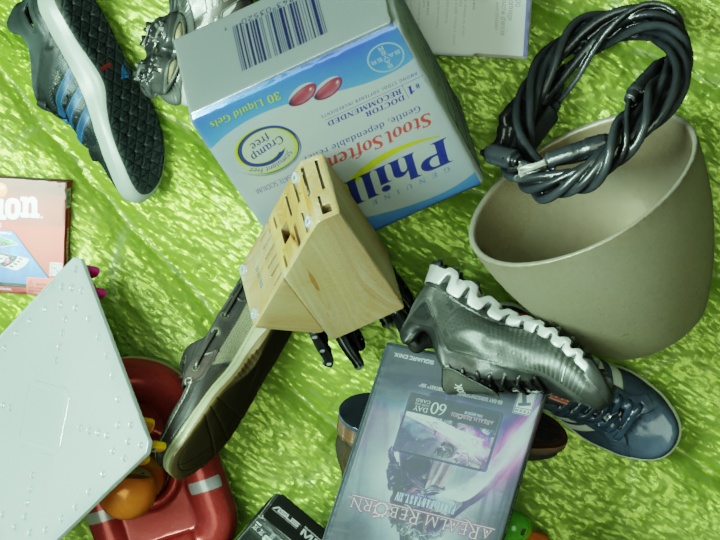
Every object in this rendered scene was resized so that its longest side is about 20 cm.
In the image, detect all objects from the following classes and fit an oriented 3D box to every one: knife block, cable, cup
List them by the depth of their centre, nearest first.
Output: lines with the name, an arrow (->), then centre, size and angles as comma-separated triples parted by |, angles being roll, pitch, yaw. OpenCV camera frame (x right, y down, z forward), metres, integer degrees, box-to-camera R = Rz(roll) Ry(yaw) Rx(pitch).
cable -> 0.191, -0.143, 1.554 | 0.200, 0.163, 0.051 | -46, 120, -7
cup -> 0.208, -0.014, 1.563 | 0.200, 0.201, 0.144 | -27, 116, 9
knife block -> 0.000, 0.000, 1.577 | 0.175, 0.064, 0.200 | 4, 139, -28

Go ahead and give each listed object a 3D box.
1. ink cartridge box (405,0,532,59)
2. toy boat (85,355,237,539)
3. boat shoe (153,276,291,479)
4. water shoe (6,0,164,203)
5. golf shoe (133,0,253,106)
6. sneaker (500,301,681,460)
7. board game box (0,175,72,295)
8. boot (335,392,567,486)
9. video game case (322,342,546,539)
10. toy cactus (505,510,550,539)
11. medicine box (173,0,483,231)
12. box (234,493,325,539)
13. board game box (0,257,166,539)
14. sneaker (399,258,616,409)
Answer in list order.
ink cartridge box -> 0.047, -0.279, 1.608 | 0.199, 0.047, 0.199 | 4, 96, 5
toy boat -> -0.191, 0.175, 1.650 | 0.130, 0.131, 0.201 | -18, 95, 8
boat shoe -> -0.121, 0.086, 1.639 | 0.065, 0.073, 0.200 | 25, 63, 21
water shoe -> -0.234, -0.149, 1.657 | 0.079, 0.071, 0.201 | -17, 97, 36
golf shoe -> -0.123, -0.234, 1.628 | 0.094, 0.078, 0.201 | 14, 95, -21
sneaker -> 0.180, 0.102, 1.619 | 0.199, 0.085, 0.075 | 30, 100, 2
board game box -> -0.355, -0.035, 1.699 | 0.199, 0.019, 0.104 | 4, 96, 6
boot -> 0.074, 0.161, 1.662 | 0.199, 0.075, 0.097 | 6, 125, -5
video game case -> 0.059, 0.164, 1.557 | 0.142, 0.019, 0.201 | 11, 67, 19
toy cactus -> 0.074, 0.249, 1.634 | 0.164, 0.103, 0.200 | -22, 137, 27
medicine box -> -0.023, -0.128, 1.556 | 0.181, 0.103, 0.200 | -24, 136, 9
box -> -0.051, 0.317, 1.662 | 0.200, 0.048, 0.193 | 39, 126, 1
board game box -> -0.258, 0.125, 1.628 | 0.200, 0.026, 0.201 | -44, 54, 28
sneaker -> 0.111, 0.073, 1.543 | 0.200, 0.066, 0.091 | 32, 79, 31
